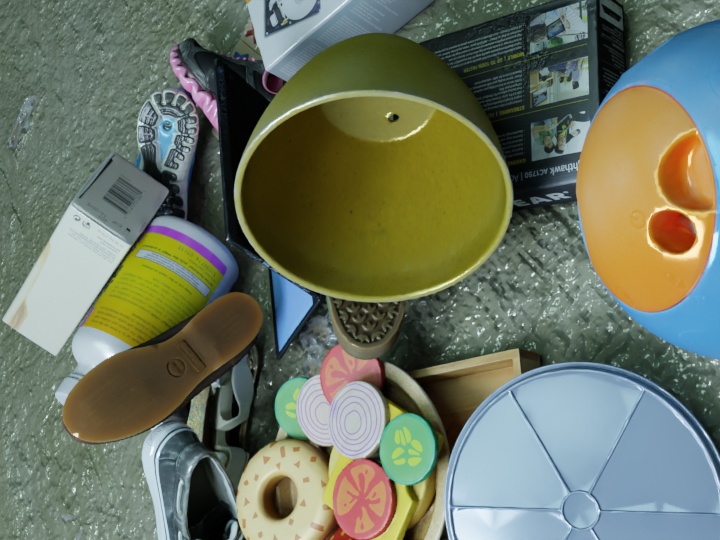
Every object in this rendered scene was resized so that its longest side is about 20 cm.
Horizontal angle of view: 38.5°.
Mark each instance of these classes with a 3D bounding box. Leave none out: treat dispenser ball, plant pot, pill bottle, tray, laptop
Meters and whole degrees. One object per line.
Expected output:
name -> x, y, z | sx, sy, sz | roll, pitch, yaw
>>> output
treat dispenser ball -> 0.228, -0.047, 0.612 | 0.199, 0.200, 0.203 | -11, 72, 39
plant pot -> 0.011, -0.096, 0.776 | 0.199, 0.199, 0.143 | -33, 36, 31
pill bottle -> -0.207, 0.054, 0.989 | 0.104, 0.104, 0.201 | 6, 56, 42
tray -> 0.057, 0.132, 0.832 | 0.199, 0.037, 0.100 | -17, 69, 39
laptop -> -0.096, -0.047, 0.901 | 0.102, 0.200, 0.179 | -23, 58, 23

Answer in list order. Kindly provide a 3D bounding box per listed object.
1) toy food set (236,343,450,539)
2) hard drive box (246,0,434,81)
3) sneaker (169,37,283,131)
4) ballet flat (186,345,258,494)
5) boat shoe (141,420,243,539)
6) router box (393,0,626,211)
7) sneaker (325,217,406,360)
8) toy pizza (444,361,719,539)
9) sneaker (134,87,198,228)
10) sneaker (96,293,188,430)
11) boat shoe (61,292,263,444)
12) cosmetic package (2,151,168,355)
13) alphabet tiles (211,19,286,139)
toy food set -> -0.010, 0.163, 0.828 | 0.199, 0.048, 0.200 | 27, 98, 42
hard drive box -> -0.014, -0.290, 0.964 | 0.199, 0.076, 0.157 | -34, 59, 28
sneaker -> -0.121, -0.186, 1.046 | 0.095, 0.079, 0.200 | -41, 54, 1
ballet flat -> -0.130, 0.153, 0.971 | 0.070, 0.070, 0.203 | -7, 72, 40
boat shoe -> -0.138, 0.224, 0.897 | 0.071, 0.072, 0.202 | 27, 142, 44
router box -> 0.115, -0.125, 0.831 | 0.199, 0.051, 0.151 | -8, 77, 40
sneaker -> 0.000, 0.000, 0.874 | 0.090, 0.066, 0.202 | 94, 170, -55
toy pizza -> 0.155, 0.165, 0.715 | 0.198, 0.032, 0.203 | -2, 86, 22
sneaker -> -0.209, -0.103, 1.110 | 0.090, 0.078, 0.202 | -83, 13, -67
sneaker -> -0.215, 0.077, 1.063 | 0.082, 0.077, 0.201 | -43, 56, 18
boat shoe -> -0.171, 0.092, 0.905 | 0.071, 0.199, 0.070 | 57, 152, 5
cosmetic package -> -0.284, -0.015, 1.059 | 0.200, 0.071, 0.106 | -47, 13, 36
alphabet tiles -> -0.082, -0.180, 1.049 | 0.200, 0.006, 0.167 | 45, 109, 38
